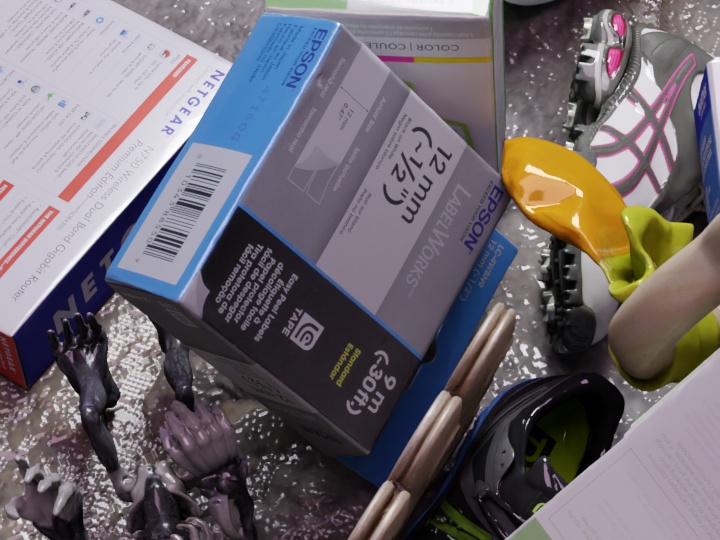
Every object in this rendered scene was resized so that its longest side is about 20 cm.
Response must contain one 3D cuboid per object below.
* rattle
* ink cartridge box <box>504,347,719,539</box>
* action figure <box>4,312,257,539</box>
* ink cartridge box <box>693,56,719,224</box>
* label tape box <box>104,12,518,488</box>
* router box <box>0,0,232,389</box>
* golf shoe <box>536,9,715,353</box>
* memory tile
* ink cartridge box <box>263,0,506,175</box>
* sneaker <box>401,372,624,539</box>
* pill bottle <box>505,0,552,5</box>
[{"bbox_3d":[0.153,-0.048,1.024,0.129,0.200,0.144,-11,66,-17],"label":"rattle"},{"bbox_3d":[0.156,0.122,0.995,0.200,0.048,0.146,-43,73,20],"label":"ink cartridge box"},{"bbox_3d":[-0.101,0.100,1.108,0.118,0.102,0.201,-20,54,8],"label":"action figure"},{"bbox_3d":[0.235,-0.032,1.161,0.135,0.076,0.202,-4,75,0],"label":"ink cartridge box"},{"bbox_3d":[0.000,0.000,1.097,0.066,0.200,0.144,12,67,52],"label":"label tape box"},{"bbox_3d":[-0.184,-0.061,1.260,0.179,0.049,0.200,29,61,22],"label":"router box"},{"bbox_3d":[0.139,-0.045,1.215,0.087,0.077,0.201,13,57,2],"label":"golf shoe"},{"bbox_3d":[0.009,0.115,1.062,0.017,0.154,0.201,31,62,5],"label":"memory tile"},{"bbox_3d":[0.017,-0.080,1.169,0.103,0.201,0.060,4,56,7],"label":"ink cartridge box"},{"bbox_3d":[0.063,0.123,1.087,0.071,0.083,0.200,36,58,-13],"label":"sneaker"},{"bbox_3d":[0.060,-0.246,1.342,0.106,0.107,0.200,-29,57,-16],"label":"pill bottle"}]
